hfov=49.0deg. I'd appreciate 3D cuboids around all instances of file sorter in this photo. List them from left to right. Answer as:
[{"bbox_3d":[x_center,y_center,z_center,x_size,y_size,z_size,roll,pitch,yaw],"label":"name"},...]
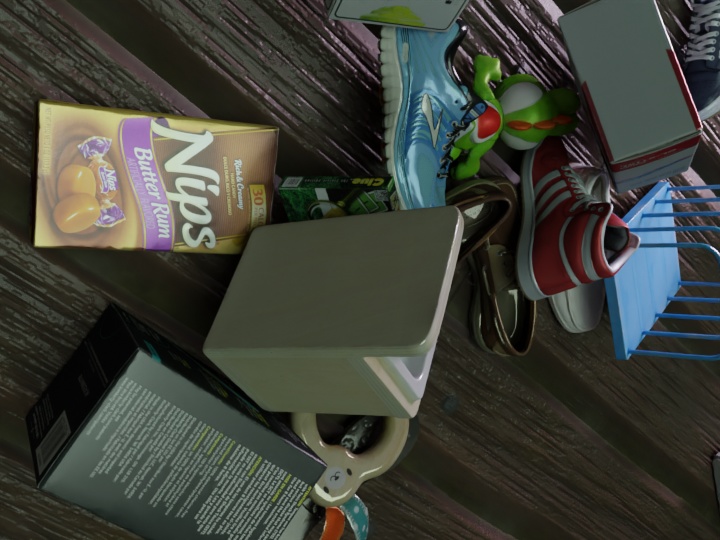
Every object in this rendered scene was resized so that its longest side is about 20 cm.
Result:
[{"bbox_3d":[0.366,-0.004,0.876,0.200,0.122,0.139,-34,116,-45],"label":"file sorter"}]

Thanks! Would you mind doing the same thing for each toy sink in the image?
[{"bbox_3d":[-0.002,0.039,0.641,0.112,0.199,0.131,54,42,-42],"label":"toy sink"}]

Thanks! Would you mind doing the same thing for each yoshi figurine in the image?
[{"bbox_3d":[0.117,-0.157,0.796,0.199,0.113,0.112,-5,63,-11],"label":"yoshi figurine"}]

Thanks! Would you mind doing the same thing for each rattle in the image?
[{"bbox_3d":[0.001,0.174,0.746,0.130,0.143,0.201,24,68,-30],"label":"rattle"}]

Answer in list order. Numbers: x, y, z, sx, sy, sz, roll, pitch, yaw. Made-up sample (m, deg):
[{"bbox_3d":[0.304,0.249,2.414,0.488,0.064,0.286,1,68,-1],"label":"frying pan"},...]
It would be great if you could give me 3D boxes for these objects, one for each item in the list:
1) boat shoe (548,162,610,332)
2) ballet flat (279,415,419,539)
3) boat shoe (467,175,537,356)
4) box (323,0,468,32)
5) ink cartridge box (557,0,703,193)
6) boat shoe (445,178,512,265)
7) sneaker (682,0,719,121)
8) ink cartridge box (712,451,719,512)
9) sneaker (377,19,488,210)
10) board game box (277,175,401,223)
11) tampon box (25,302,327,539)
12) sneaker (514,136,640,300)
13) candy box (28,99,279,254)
[{"bbox_3d":[0.254,-0.018,0.889,0.071,0.069,0.201,-15,107,-22],"label":"boat shoe"},{"bbox_3d":[-0.020,0.210,0.827,0.200,0.046,0.067,-40,93,-19],"label":"ballet flat"},{"bbox_3d":[0.159,-0.002,0.846,0.075,0.072,0.201,-15,107,-22],"label":"boat shoe"},{"bbox_3d":[0.012,-0.298,0.655,0.116,0.060,0.201,-3,63,-26],"label":"box"},{"bbox_3d":[0.261,-0.165,0.767,0.083,0.200,0.146,-20,81,17],"label":"ink cartridge box"},{"bbox_3d":[0.062,-0.020,0.776,0.200,0.072,0.072,-30,107,1],"label":"boat shoe"},{"bbox_3d":[0.399,-0.275,0.902,0.108,0.070,0.200,38,77,-32],"label":"sneaker"},{"bbox_3d":[0.610,0.289,1.119,0.199,0.083,0.146,-25,111,-19],"label":"ink cartridge box"},{"bbox_3d":[0.066,-0.126,0.689,0.090,0.078,0.201,-3,100,12],"label":"sneaker"},{"bbox_3d":[0.000,0.000,0.727,0.023,0.104,0.200,-61,145,-42],"label":"board game box"},{"bbox_3d":[-0.160,0.148,0.680,0.200,0.150,0.126,39,83,-27],"label":"tampon box"},{"bbox_3d":[0.222,-0.069,0.801,0.071,0.112,0.201,33,55,-38],"label":"sneaker"},{"bbox_3d":[-0.175,-0.077,0.679,0.199,0.056,0.117,1,101,-27],"label":"candy box"}]
